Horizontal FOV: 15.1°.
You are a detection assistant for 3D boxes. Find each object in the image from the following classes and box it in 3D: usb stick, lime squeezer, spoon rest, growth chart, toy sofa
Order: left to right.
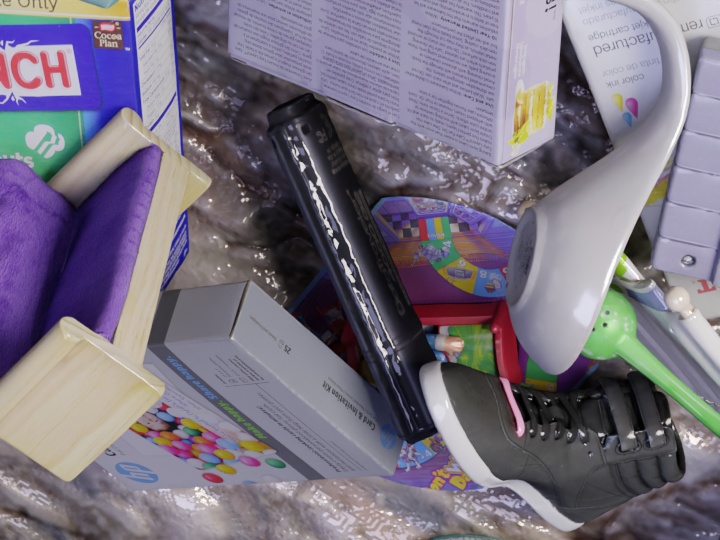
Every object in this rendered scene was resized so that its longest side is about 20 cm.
[{"bbox_3d":[-0.147,0.001,1.381,0.098,0.200,0.083,38,121,-20],"label":"toy sofa"},{"bbox_3d":[0.000,0.000,1.482,0.033,0.055,0.200,-21,98,22],"label":"usb stick"},{"bbox_3d":[0.123,0.024,1.404,0.071,0.200,0.038,22,100,-38],"label":"lime squeezer"},{"bbox_3d":[0.117,-0.044,1.322,0.061,0.099,0.200,10,108,-10],"label":"spoon rest"},{"bbox_3d":[0.154,0.028,1.423,0.018,0.200,0.145,-42,114,-5],"label":"growth chart"}]

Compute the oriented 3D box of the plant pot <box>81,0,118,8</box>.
[{"bbox_3d":[-0.161,-0.235,1.339,0.200,0.141,0.141,41,124,1],"label":"plant pot"}]

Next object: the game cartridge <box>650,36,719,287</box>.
[{"bbox_3d":[0.251,-0.037,1.324,0.200,0.038,0.130,13,128,6],"label":"game cartridge"}]

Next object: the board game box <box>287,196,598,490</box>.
[{"bbox_3d":[0.036,0.056,1.542,0.158,0.039,0.200,36,125,-7],"label":"board game box"}]

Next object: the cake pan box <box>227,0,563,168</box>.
[{"bbox_3d":[0.012,-0.168,1.356,0.200,0.052,0.184,23,125,35],"label":"cake pan box"}]

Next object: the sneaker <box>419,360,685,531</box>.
[{"bbox_3d":[0.111,0.079,1.485,0.099,0.071,0.200,-27,147,20],"label":"sneaker"}]

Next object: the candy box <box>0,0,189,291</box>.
[{"bbox_3d":[-0.189,-0.084,1.500,0.169,0.077,0.200,5,122,12],"label":"candy box"}]

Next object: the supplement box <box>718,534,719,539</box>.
[{"bbox_3d":[0.293,0.107,1.461,0.103,0.101,0.200,37,123,-7],"label":"supplement box"}]

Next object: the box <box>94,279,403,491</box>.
[{"bbox_3d":[-0.097,0.068,1.529,0.200,0.041,0.156,-5,145,38],"label":"box"}]

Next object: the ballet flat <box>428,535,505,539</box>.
[{"bbox_3d":[0.116,0.203,1.595,0.200,0.072,0.072,10,123,11],"label":"ballet flat"}]

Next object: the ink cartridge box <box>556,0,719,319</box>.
[{"bbox_3d":[0.204,-0.087,1.375,0.145,0.088,0.200,-12,119,23],"label":"ink cartridge box"}]
